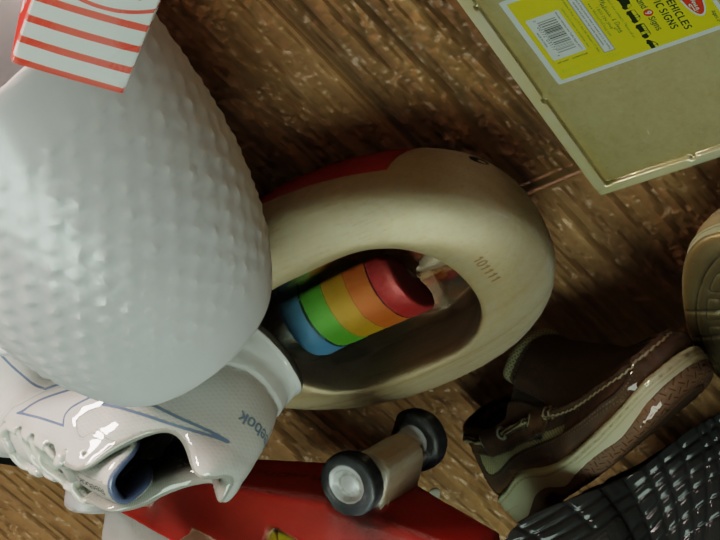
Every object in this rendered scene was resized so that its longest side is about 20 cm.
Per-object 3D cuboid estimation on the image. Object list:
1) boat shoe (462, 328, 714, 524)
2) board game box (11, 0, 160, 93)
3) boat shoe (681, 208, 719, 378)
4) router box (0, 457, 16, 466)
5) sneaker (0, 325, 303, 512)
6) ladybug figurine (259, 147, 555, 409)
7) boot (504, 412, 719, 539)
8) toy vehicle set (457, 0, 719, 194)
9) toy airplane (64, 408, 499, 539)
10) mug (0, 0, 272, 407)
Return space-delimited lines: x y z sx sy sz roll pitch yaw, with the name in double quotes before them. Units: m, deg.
"boat shoe" 0.098 0.064 1.430 0.075 0.075 0.202 52 150 5
"board game box" -0.074 -0.189 1.082 0.046 0.200 0.152 15 138 -12
"boat shoe" 0.205 0.025 1.403 0.074 0.067 0.200 -6 142 24
"router box" -0.178 0.018 1.447 0.149 0.051 0.200 10 140 -8
"sneaker" -0.127 0.068 1.382 0.200 0.087 0.075 -5 136 31
"ladybug figurine" 0.000 0.000 1.391 0.200 0.072 0.136 -21 132 27
"boot" 0.157 0.112 1.430 0.200 0.070 0.132 -17 173 4
"toy vehicle set" 0.114 -0.119 1.275 0.124 0.027 0.200 -17 135 24
"toy airplane" -0.046 0.142 1.450 0.200 0.199 0.141 -12 104 -11
"mug" -0.143 -0.025 1.298 0.200 0.148 0.175 -20 122 29
